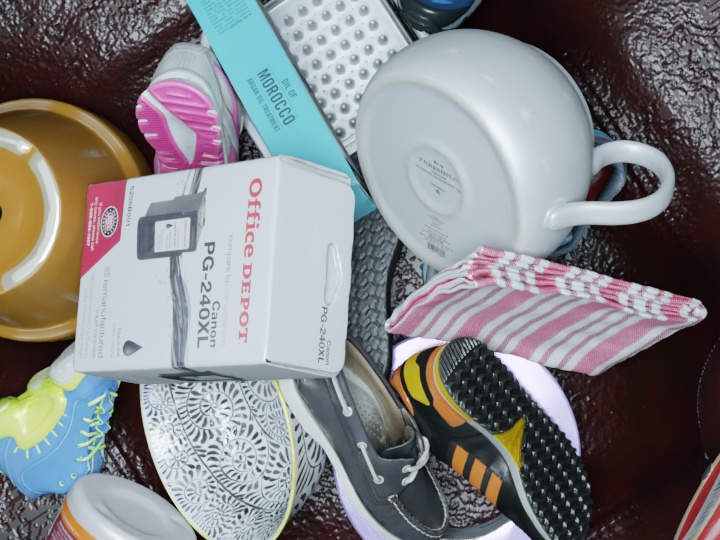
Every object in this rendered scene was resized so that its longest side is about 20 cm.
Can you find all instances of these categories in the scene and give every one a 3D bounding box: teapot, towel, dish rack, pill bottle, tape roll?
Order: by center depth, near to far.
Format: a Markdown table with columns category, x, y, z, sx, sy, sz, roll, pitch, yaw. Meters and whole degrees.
| category | x | y | z | sx | sy | sz | roll | pitch | yaw |
| --- | --- | --- | --- | --- | --- | --- | --- | --- | --- |
| towel | 0.134 | 0.038 | 1.095 | 0.198 | 0.146 | 0.030 | 13 | 66 | -21 |
| teapot | 0.105 | -0.097 | 1.096 | 0.145 | 0.197 | 0.201 | -33 | 93 | -33 |
| pill bottle | -0.224 | 0.277 | 1.196 | 0.113 | 0.114 | 0.202 | 30 | 100 | 4 |
| tape roll | 0.078 | 0.147 | 1.205 | 0.197 | 0.066 | 0.203 | 0 | 88 | 5 |
| dish rack | -0.019 | -0.157 | 1.227 | 0.171 | 0.044 | 0.201 | -33 | 87 | 4 |

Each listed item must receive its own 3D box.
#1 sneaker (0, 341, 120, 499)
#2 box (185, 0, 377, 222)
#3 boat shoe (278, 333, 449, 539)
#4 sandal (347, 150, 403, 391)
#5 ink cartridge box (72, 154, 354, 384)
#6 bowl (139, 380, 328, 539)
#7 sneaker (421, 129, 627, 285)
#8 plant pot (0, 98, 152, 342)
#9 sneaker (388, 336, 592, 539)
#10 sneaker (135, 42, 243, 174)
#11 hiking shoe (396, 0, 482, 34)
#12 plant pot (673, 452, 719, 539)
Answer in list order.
| category | x | y | z | sx | sy | sz | roll | pitch | yaw |
| --- | --- | --- | --- | --- | --- | --- | --- | --- | --- |
| sneaker | -0.227 | 0.120 | 1.221 | 0.199 | 0.076 | 0.106 | -33 | 99 | 25 |
| box | -0.060 | -0.128 | 1.150 | 0.049 | 0.082 | 0.201 | -30 | 74 | 5 |
| boat shoe | 0.016 | 0.128 | 1.113 | 0.060 | 0.074 | 0.201 | -21 | 112 | 34 |
| sandal | -0.001 | 0.001 | 1.178 | 0.074 | 0.048 | 0.203 | 5 | 80 | 9 |
| ink cartridge box | -0.108 | 0.004 | 1.071 | 0.198 | 0.083 | 0.147 | -6 | 76 | 39 |
| bowl | -0.083 | 0.113 | 1.187 | 0.199 | 0.094 | 0.204 | 17 | 114 | 44 |
| sneaker | 0.129 | -0.039 | 1.179 | 0.200 | 0.096 | 0.079 | -43 | 103 | 3 |
| plant pot | -0.272 | -0.042 | 1.175 | 0.197 | 0.183 | 0.203 | 0 | 89 | 5 |
| sneaker | 0.100 | 0.137 | 1.144 | 0.201 | 0.090 | 0.070 | 54 | 53 | -17 |
| sneaker | -0.127 | -0.099 | 1.183 | 0.080 | 0.201 | 0.089 | 9 | 50 | 3 |
| hiking shoe | 0.085 | -0.279 | 1.170 | 0.074 | 0.087 | 0.201 | 25 | 67 | 7 |
| plant pot | 0.343 | 0.211 | 1.117 | 0.181 | 0.200 | 0.202 | 31 | 92 | 7 |
